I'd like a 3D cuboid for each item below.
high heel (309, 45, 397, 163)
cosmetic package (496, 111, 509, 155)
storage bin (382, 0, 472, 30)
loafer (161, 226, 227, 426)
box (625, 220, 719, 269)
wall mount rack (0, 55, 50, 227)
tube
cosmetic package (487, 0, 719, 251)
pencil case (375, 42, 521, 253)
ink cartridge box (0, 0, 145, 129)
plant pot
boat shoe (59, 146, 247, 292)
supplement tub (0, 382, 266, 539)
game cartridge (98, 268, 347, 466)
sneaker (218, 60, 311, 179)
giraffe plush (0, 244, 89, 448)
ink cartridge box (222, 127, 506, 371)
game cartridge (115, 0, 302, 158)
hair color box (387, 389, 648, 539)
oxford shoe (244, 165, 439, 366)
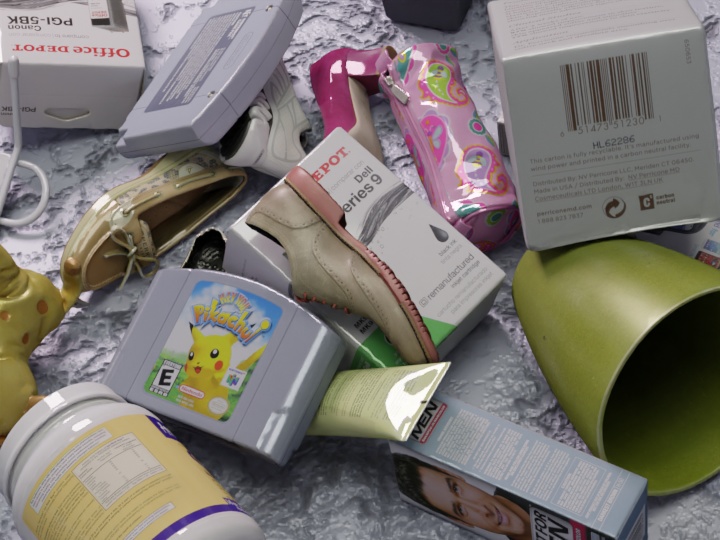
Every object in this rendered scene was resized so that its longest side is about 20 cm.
[{"bbox_3d":[-0.028,-0.127,1.776,0.095,0.067,0.202,-7,59,35],"label":"high heel"},{"bbox_3d":[0.202,-0.188,1.789,0.082,0.051,0.201,16,56,18],"label":"cosmetic package"},{"bbox_3d":[0.070,-0.343,1.873,0.144,0.135,0.201,12,54,17],"label":"storage bin"},{"bbox_3d":[-0.156,0.043,1.646,0.074,0.070,0.201,7,54,13],"label":"loafer"},{"bbox_3d":[0.274,-0.037,1.669,0.199,0.042,0.119,20,57,24],"label":"box"},{"bbox_3d":[-0.382,-0.121,1.771,0.198,0.075,0.175,14,85,18],"label":"wall mount rack"},{"bbox_3d":[-0.011,0.108,1.524,0.199,0.052,0.059,-7,85,50],"label":"tube"},{"bbox_3d":[0.202,-0.138,1.582,0.166,0.168,0.200,-9,21,5],"label":"cosmetic package"},{"bbox_3d":[0.078,-0.112,1.706,0.087,0.088,0.201,-18,64,-7],"label":"pencil case"},{"bbox_3d":[-0.294,-0.240,1.853,0.145,0.083,0.201,0,50,-18],"label":"ink cartridge box"},{"bbox_3d":[0.213,0.050,1.540,0.186,0.188,0.200,-29,39,-15],"label":"plant pot"},{"bbox_3d":[-0.189,-0.046,1.719,0.062,0.074,0.200,30,61,30],"label":"boat shoe"},{"bbox_3d":[-0.183,0.196,1.484,0.145,0.146,0.200,-36,56,-19],"label":"supplement tub"},{"bbox_3d":[-0.113,0.071,1.553,0.199,0.041,0.134,17,70,33],"label":"game cartridge"},{"bbox_3d":[-0.088,-0.153,1.797,0.081,0.075,0.201,25,35,-21],"label":"sneaker"},{"bbox_3d":[-0.329,0.074,1.617,0.198,0.172,0.164,15,59,-24],"label":"giraffe plush"},{"bbox_3d":[0.000,0.000,1.614,0.200,0.084,0.146,41,67,11],"label":"ink cartridge box"},{"bbox_3d":[-0.135,-0.186,1.762,0.132,0.042,0.201,-2,46,40],"label":"game cartridge"},{"bbox_3d":[0.125,0.173,1.489,0.199,0.099,0.061,22,60,23],"label":"hair color box"},{"bbox_3d":[-0.014,0.011,1.531,0.075,0.071,0.200,-39,72,-5],"label":"oxford shoe"}]
